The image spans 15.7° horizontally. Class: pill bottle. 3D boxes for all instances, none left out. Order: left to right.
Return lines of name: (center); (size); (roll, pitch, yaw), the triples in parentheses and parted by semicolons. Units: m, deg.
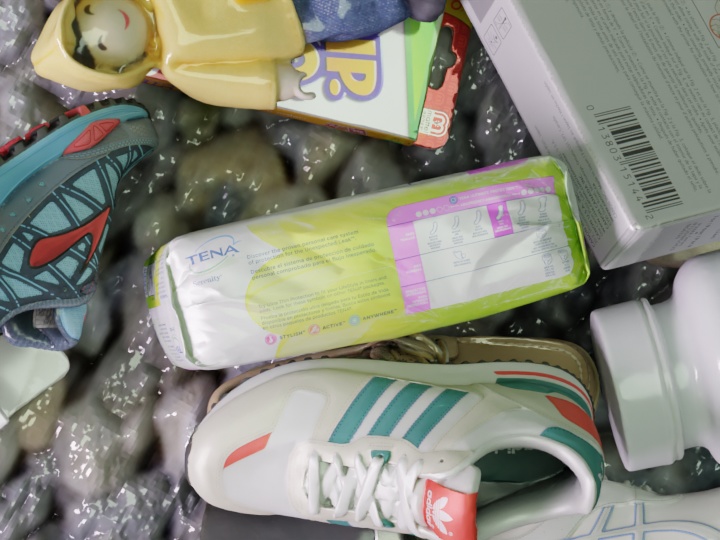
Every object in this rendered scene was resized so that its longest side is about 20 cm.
pill bottle: (0.219, 0.036, 1.291); (0.199, 0.112, 0.113); (-12, 89, 0)

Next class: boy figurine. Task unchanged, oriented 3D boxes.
boy figurine: (-0.065, -0.137, 1.271); (0.199, 0.064, 0.125); (-14, 92, -11)

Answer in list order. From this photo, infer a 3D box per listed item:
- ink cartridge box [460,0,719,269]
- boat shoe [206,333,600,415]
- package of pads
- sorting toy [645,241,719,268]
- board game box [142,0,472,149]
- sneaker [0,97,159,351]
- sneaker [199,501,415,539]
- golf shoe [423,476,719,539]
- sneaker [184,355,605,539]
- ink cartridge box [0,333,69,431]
ink cartridge box: (0.153, -0.111, 1.290); (0.175, 0.045, 0.201); (-14, 67, -28)
boat shoe: (0.023, 0.067, 1.288); (0.199, 0.065, 0.072); (-11, 64, -7)
package of pads: (0.000, 0.000, 1.252); (0.199, 0.154, 0.069); (-13, 89, -8)
sorting toy: (0.245, -0.088, 1.349); (0.199, 0.036, 0.186); (5, 87, -8)
board game box: (-0.042, -0.128, 1.318); (0.199, 0.030, 0.096); (13, 86, -9)
sneaker: (-0.160, -0.008, 1.249); (0.200, 0.079, 0.096); (-41, 104, -39)
sneaker: (-0.022, 0.204, 1.293); (0.106, 0.075, 0.201); (-4, 93, 8)
golf shoe: (0.126, 0.126, 1.307); (0.199, 0.078, 0.098); (-21, 84, -10)
sneaker: (0.019, 0.090, 1.216); (0.199, 0.093, 0.071); (-3, 115, -6)
ink cartridge box: (-0.249, 0.062, 1.259); (0.200, 0.067, 0.117); (-37, 92, -8)
